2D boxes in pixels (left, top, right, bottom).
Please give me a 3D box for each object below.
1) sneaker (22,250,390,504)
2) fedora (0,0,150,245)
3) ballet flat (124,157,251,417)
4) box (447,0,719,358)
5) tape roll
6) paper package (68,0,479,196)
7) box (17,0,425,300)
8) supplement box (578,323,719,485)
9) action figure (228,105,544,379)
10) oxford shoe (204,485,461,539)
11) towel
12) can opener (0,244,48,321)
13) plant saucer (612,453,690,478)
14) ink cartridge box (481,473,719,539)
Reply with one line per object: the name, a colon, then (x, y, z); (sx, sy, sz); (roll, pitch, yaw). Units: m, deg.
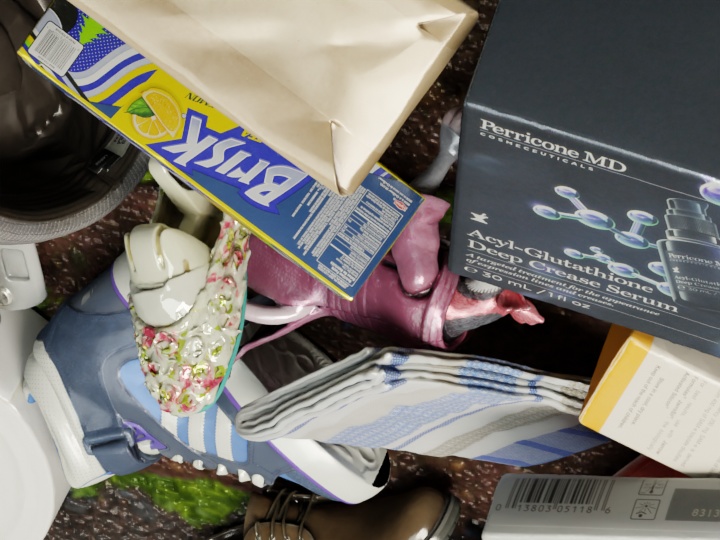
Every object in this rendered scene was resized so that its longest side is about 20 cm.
sneaker: (-0.097, 0.089, 1.597); (0.200, 0.081, 0.146); (41, 120, -7)
fedora: (-0.185, -0.111, 1.437); (0.090, 0.177, 0.200); (31, 169, 48)
ballet flat: (-0.088, -0.029, 1.431); (0.075, 0.202, 0.064); (-3, 159, 38)
box: (0.127, -0.059, 1.287); (0.147, 0.108, 0.200); (17, 159, 7)
tape roll: (-0.261, 0.087, 1.683); (0.201, 0.071, 0.203); (12, 132, 13)
paper package: (-0.046, -0.146, 1.294); (0.190, 0.200, 0.104); (34, 105, -9)
box: (-0.068, -0.069, 1.369); (0.200, 0.070, 0.064); (37, 88, -4)
supplement box: (0.223, 0.058, 1.426); (0.199, 0.126, 0.074); (26, 134, -1)
action figure: (0.000, 0.000, 1.450); (0.199, 0.149, 0.135); (17, 141, 35)
oxford shoe: (-0.027, 0.162, 1.654); (0.199, 0.073, 0.085); (-26, 115, 36)
towel: (0.049, 0.077, 1.496); (0.199, 0.024, 0.147); (10, 159, -34)
can opener: (-0.218, -0.047, 1.549); (0.053, 0.067, 0.201); (4, 131, 17)
plant saucer: (0.227, 0.153, 1.564); (0.199, 0.037, 0.200); (36, 135, -11)
ink cartridge box: (0.167, 0.187, 1.456); (0.161, 0.050, 0.201); (-1, 135, 27)
